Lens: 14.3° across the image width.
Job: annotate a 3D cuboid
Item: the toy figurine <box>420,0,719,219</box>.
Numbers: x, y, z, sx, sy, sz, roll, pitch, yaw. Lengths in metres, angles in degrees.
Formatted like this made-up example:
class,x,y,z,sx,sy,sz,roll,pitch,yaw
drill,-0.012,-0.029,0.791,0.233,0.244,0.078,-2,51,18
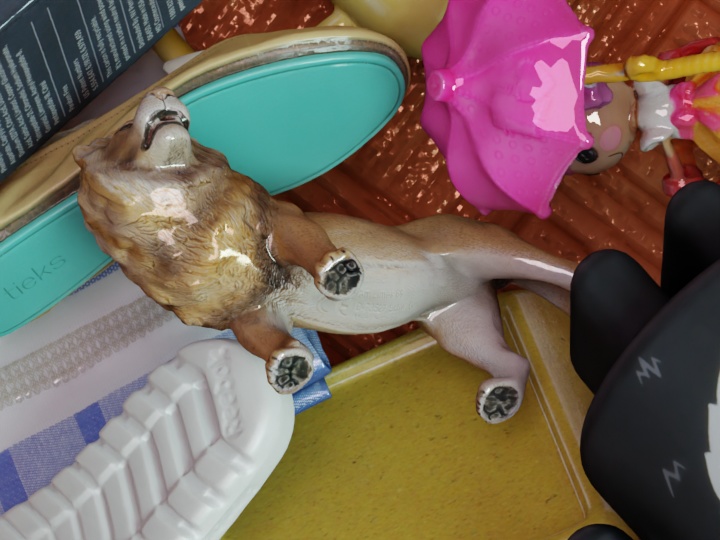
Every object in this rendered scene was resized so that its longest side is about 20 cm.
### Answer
class,x,y,z,sx,sy,sz,roll,pitch,yaw
toy figurine,0.114,-0.066,1.029,0.184,0.200,0.150,-2,80,8

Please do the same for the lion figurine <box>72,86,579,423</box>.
class,x,y,z,sx,sy,sz,roll,pitch,yaw
lion figurine,0.000,0.000,1.012,0.200,0.122,0.073,16,103,-30

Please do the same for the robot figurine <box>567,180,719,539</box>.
class,x,y,z,sx,sy,sz,roll,pitch,yaw
robot figurine,0.151,0.063,0.922,0.200,0.125,0.150,48,113,25

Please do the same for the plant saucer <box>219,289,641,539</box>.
class,x,y,z,sx,sy,sz,roll,pitch,yaw
plant saucer,0.015,0.089,1.032,0.200,0.200,0.048,-24,125,3

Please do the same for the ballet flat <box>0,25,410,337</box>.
class,x,y,z,sx,sy,sz,roll,pitch,yaw
ballet flat,-0.079,-0.047,1.064,0.200,0.069,0.063,-28,42,1

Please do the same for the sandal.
class,x,y,z,sx,sy,sz,roll,pitch,yaw
sandal,-0.091,0.110,1.024,0.203,0.050,0.083,-42,55,17

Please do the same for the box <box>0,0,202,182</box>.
class,x,y,z,sx,sy,sz,roll,pitch,yaw
box,-0.178,-0.101,1.016,0.200,0.107,0.148,-44,74,-11

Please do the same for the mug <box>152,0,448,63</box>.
class,x,y,z,sx,sy,sz,roll,pitch,yaw
mug,0.009,-0.154,1.098,0.153,0.149,0.187,53,130,1

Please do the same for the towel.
class,x,y,z,sx,sy,sz,roll,pitch,yaw
towel,-0.106,-0.003,1.100,0.147,0.024,0.200,-28,59,4
